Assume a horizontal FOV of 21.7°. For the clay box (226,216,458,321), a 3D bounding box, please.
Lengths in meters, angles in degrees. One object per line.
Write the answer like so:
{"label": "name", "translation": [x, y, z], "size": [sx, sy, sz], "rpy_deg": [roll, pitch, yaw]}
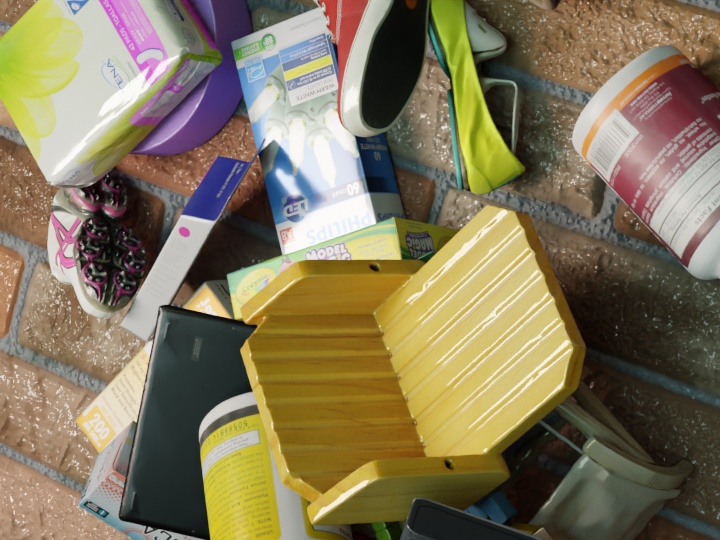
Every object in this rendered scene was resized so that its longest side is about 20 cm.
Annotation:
{"label": "clay box", "translation": [0.000, 0.000, 1.601], "size": [0.199, 0.115, 0.048], "rpy_deg": [-19, 76, 28]}

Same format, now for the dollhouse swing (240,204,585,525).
{"label": "dollhouse swing", "translation": [0.036, 0.058, 1.410], "size": [0.176, 0.181, 0.201], "rpy_deg": [-57, 43, 44]}

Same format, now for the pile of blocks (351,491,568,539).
{"label": "pile of blocks", "translation": [0.059, 0.203, 1.460], "size": [0.199, 0.062, 0.083], "rpy_deg": [-2, 94, 25]}

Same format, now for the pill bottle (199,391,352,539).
{"label": "pill bottle", "translation": [-0.062, 0.203, 1.455], "size": [0.111, 0.111, 0.201], "rpy_deg": [-29, 52, 27]}

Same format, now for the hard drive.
{"label": "hard drive", "translation": [0.086, 0.251, 1.417], "size": [0.139, 0.033, 0.200], "rpy_deg": [18, 144, 3]}

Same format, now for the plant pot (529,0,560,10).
{"label": "plant pot", "translation": [0.138, -0.336, 1.487], "size": [0.175, 0.200, 0.200], "rpy_deg": [-45, 70, 5]}

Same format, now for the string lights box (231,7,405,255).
{"label": "string lights box", "translation": [-0.036, -0.119, 1.650], "size": [0.102, 0.059, 0.201], "rpy_deg": [-18, 83, 28]}

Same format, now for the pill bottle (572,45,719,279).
{"label": "pill bottle", "translation": [0.267, -0.067, 1.447], "size": [0.200, 0.114, 0.114], "rpy_deg": [49, 113, 19]}

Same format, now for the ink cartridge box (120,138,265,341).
{"label": "ink cartridge box", "translation": [-0.149, -0.032, 1.663], "size": [0.037, 0.095, 0.200], "rpy_deg": [32, 130, -5]}

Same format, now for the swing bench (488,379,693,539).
{"label": "swing bench", "translation": [0.125, 0.178, 1.527], "size": [0.200, 0.130, 0.199], "rpy_deg": [43, 110, 21]}

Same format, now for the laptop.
{"label": "laptop", "translation": [-0.085, 0.132, 1.608], "size": [0.199, 0.116, 0.189], "rpy_deg": [12, 98, 1]}

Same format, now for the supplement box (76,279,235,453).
{"label": "supplement box", "translation": [-0.150, 0.119, 1.714], "size": [0.200, 0.073, 0.126], "rpy_deg": [-46, 71, 22]}

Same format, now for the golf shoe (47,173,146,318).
{"label": "golf shoe", "translation": [-0.248, -0.012, 1.735], "size": [0.092, 0.072, 0.200], "rpy_deg": [-59, 28, 27]}

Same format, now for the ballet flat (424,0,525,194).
{"label": "ballet flat", "translation": [0.096, -0.164, 1.577], "size": [0.067, 0.067, 0.201], "rpy_deg": [-13, 81, 8]}

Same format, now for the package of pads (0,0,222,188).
{"label": "package of pads", "translation": [-0.232, -0.186, 1.683], "size": [0.200, 0.068, 0.155], "rpy_deg": [-39, 71, 25]}

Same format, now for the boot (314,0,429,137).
{"label": "boot", "translation": [-0.017, -0.208, 1.571], "size": [0.144, 0.072, 0.201], "rpy_deg": [2, 77, 39]}

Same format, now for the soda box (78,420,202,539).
{"label": "soda box", "translation": [-0.143, 0.220, 1.652], "size": [0.200, 0.064, 0.068], "rpy_deg": [35, 129, -15]}

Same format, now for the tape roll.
{"label": "tape roll", "translation": [-0.199, -0.208, 1.738], "size": [0.199, 0.066, 0.202], "rpy_deg": [1, 92, 31]}
